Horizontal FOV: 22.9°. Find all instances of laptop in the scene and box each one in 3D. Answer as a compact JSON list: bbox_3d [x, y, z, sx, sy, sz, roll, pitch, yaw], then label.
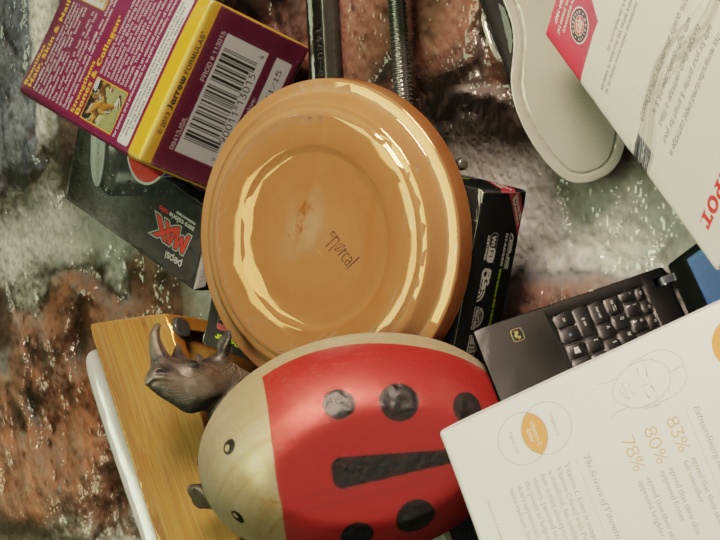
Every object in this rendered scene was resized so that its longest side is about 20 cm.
[{"bbox_3d":[0.189,0.065,1.001,0.103,0.199,0.178,92,159,-67],"label":"laptop"}]

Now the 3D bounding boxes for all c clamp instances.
[{"bbox_3d":[0.015,-0.152,1.255,0.171,0.027,0.201,-16,79,54],"label":"c clamp"}]

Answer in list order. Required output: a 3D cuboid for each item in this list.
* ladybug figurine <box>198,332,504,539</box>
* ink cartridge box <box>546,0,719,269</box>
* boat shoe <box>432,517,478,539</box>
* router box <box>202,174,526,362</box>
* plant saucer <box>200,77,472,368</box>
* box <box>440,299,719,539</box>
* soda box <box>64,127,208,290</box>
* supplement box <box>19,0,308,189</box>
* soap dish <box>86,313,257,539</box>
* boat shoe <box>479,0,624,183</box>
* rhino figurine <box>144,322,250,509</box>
[{"bbox_3d":[0.004,0.107,1.050,0.072,0.199,0.137,-142,41,-79],"label":"ladybug figurine"},{"bbox_3d":[0.196,-0.124,0.964,0.200,0.084,0.145,60,152,35],"label":"ink cartridge box"},{"bbox_3d":[0.053,0.184,1.128,0.075,0.062,0.201,-36,64,42],"label":"boat shoe"},{"bbox_3d":[0.000,0.000,1.160,0.199,0.062,0.151,17,101,32],"label":"router box"},{"bbox_3d":[-0.023,-0.020,1.117,0.199,0.032,0.202,3,95,33],"label":"plant saucer"},{"bbox_3d":[0.163,0.107,0.943,0.199,0.097,0.125,-26,68,17],"label":"box"},{"bbox_3d":[-0.156,-0.053,1.419,0.200,0.063,0.071,31,114,43],"label":"soda box"},{"bbox_3d":[-0.153,-0.153,1.355,0.200,0.103,0.131,31,98,47],"label":"supplement box"},{"bbox_3d":[-0.096,0.125,1.232,0.081,0.157,0.201,-32,66,25],"label":"soap dish"},{"bbox_3d":[0.113,-0.151,1.115,0.060,0.074,0.201,152,96,-88],"label":"boat shoe"},{"bbox_3d":[-0.070,0.114,1.128,0.200,0.087,0.060,51,141,1],"label":"rhino figurine"}]
